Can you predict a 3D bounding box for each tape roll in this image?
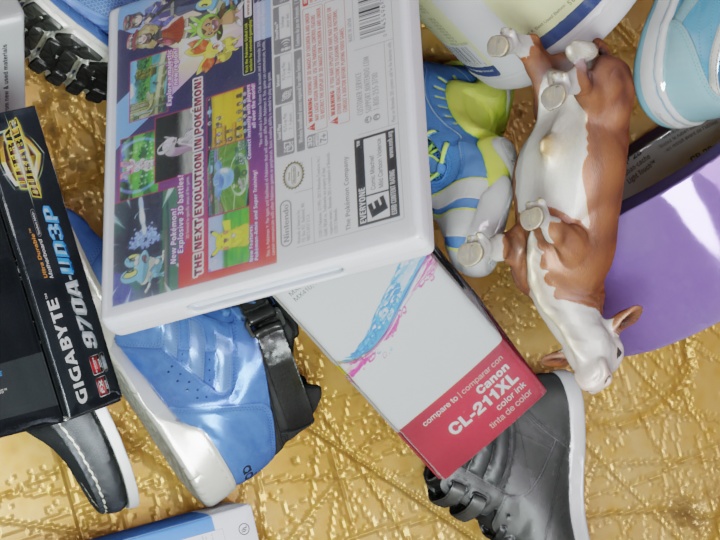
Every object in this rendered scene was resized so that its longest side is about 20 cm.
[{"bbox_3d":[0.209,-0.038,1.254,0.200,0.200,0.085,-37,98,-19],"label":"tape roll"}]

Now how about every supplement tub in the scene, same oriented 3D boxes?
[{"bbox_3d":[0.062,-0.219,1.191,0.200,0.145,0.145,43,73,-25],"label":"supplement tub"}]

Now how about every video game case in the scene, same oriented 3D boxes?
[{"bbox_3d":[-0.052,-0.076,1.077,0.023,0.181,0.201,46,35,-53],"label":"video game case"}]

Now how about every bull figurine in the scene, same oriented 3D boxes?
[{"bbox_3d":[0.110,-0.036,1.128,0.121,0.065,0.202,25,65,-56],"label":"bull figurine"}]

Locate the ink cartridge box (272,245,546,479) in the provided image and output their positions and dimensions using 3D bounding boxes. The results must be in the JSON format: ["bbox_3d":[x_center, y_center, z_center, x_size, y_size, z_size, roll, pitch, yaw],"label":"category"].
[{"bbox_3d":[0.000,0.000,1.167,0.083,0.146,0.200,-39,119,4],"label":"ink cartridge box"}]

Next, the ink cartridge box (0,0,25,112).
[{"bbox_3d":[-0.295,-0.131,1.102,0.199,0.083,0.147,-15,54,-20],"label":"ink cartridge box"}]

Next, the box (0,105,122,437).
[{"bbox_3d":[-0.229,0.016,1.094,0.046,0.199,0.160,-19,94,-53],"label":"box"}]

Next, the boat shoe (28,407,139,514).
[{"bbox_3d":[-0.193,0.057,1.169,0.060,0.076,0.201,-29,84,-20],"label":"boat shoe"}]

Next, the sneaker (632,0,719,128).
[{"bbox_3d":[0.240,-0.177,1.181,0.079,0.130,0.202,22,77,-39],"label":"sneaker"}]

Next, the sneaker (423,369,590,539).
[{"bbox_3d":[0.088,0.162,1.267,0.098,0.071,0.202,1,80,-18],"label":"sneaker"}]

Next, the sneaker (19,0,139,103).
[{"bbox_3d":[-0.127,-0.140,1.211,0.199,0.078,0.090,28,70,-25],"label":"sneaker"}]

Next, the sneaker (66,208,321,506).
[{"bbox_3d":[-0.100,0.027,1.198,0.111,0.077,0.201,-36,103,-13],"label":"sneaker"}]

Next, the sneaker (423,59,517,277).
[{"bbox_3d":[0.037,-0.066,1.224,0.104,0.200,0.076,10,121,-2],"label":"sneaker"}]

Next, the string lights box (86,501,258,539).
[{"bbox_3d":[-0.151,0.207,1.177,0.199,0.059,0.104,-13,90,-21],"label":"string lights box"}]
